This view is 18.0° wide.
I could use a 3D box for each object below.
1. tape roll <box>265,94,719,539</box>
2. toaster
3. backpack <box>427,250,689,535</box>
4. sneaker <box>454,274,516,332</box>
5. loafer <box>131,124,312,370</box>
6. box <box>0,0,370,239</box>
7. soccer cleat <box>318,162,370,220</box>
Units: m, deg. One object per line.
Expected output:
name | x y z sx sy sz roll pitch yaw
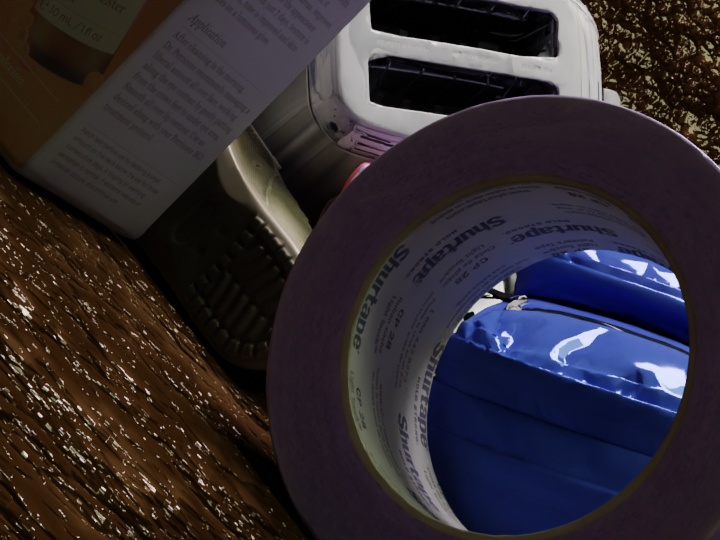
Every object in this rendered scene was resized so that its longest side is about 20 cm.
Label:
tape roll | 0.070 0.043 0.847 0.200 0.200 0.085 49 6 30
toaster | 0.022 -0.081 1.083 0.199 0.115 0.129 8 -19 -21
backpack | 0.095 0.070 0.991 0.161 0.169 0.200 13 4 10
sneaker | 0.061 0.026 1.179 0.088 0.074 0.201 31 48 -15
loafer | -0.068 -0.026 1.021 0.068 0.075 0.201 42 16 -56
box | -0.093 -0.144 0.967 0.152 0.200 0.106 47 5 27
soccer cleat | 0.000 0.000 1.077 0.076 0.067 0.200 41 -20 -5
